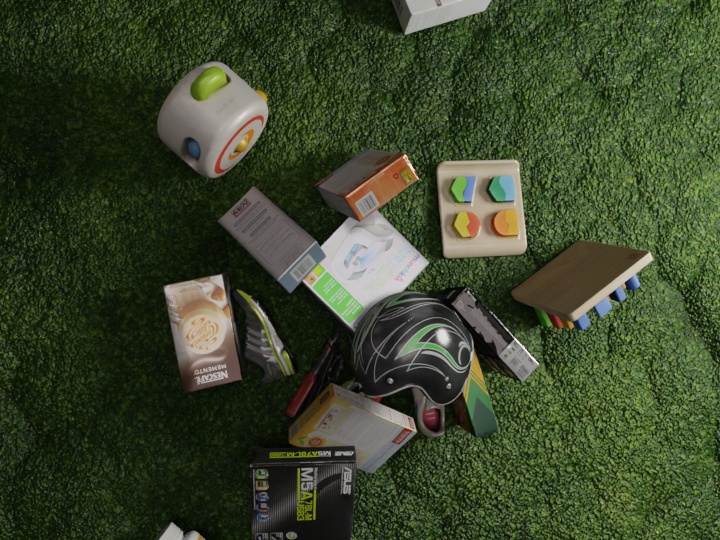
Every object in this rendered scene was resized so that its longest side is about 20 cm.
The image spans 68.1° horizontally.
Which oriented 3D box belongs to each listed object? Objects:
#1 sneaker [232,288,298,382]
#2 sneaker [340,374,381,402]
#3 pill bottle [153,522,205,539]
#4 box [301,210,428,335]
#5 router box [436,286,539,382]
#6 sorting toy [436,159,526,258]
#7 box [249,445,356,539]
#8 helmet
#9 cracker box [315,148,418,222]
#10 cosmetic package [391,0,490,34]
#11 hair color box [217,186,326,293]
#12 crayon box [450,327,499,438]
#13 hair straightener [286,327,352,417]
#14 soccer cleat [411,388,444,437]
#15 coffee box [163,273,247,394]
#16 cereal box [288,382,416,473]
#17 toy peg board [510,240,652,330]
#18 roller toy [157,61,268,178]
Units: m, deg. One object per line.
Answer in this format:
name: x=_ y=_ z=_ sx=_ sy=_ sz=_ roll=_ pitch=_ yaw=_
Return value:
sneaker: x=-0.199 y=0.127 z=1.027 sx=0.080 sy=0.074 sz=0.201 roll=-30 pitch=89 yaw=-5
sneaker: x=0.012 y=0.247 z=1.050 sx=0.199 sy=0.077 sz=0.085 roll=-32 pitch=121 yaw=-5
pill bottle: x=-0.299 y=0.557 z=0.967 sx=0.200 sy=0.109 sz=0.109 roll=44 pitch=83 yaw=-3
box: x=0.000 y=0.000 z=1.048 sx=0.176 sy=0.097 sz=0.200 roll=45 pitch=82 yaw=-1
router box: x=0.237 y=0.120 z=1.042 sx=0.051 sy=0.149 sz=0.200 roll=-43 pitch=93 yaw=-7
sorting toy: x=0.256 y=-0.131 z=1.117 sx=0.183 sy=0.036 sz=0.203 roll=-3 pitch=87 yaw=-8
box: x=-0.106 y=0.420 z=0.993 sx=0.191 sy=0.048 sz=0.202 roll=2 pitch=114 yaw=-5
helmet: x=0.080 y=0.136 z=0.933 sx=0.189 sy=0.200 sz=0.202 roll=25 pitch=84 yaw=-22
cracker box: x=0.005 y=-0.166 z=1.004 sx=0.133 sy=0.200 sz=0.058 roll=-37 pitch=114 yaw=-7
cosmetic package: x=0.169 y=-0.586 z=1.111 sx=0.198 sy=0.081 sz=0.114 roll=-22 pitch=88 yaw=-7
hair color box: x=-0.168 y=-0.060 z=0.999 sx=0.099 sy=0.061 sz=0.200 roll=-45 pitch=61 yaw=-7
crayon box: x=0.198 y=0.211 z=1.044 sx=0.050 sy=0.127 sz=0.202 roll=-16 pitch=88 yaw=-8
hair straightener: x=-0.069 y=0.209 z=1.062 sx=0.077 sy=0.041 sz=0.201 roll=34 pitch=77 yaw=-30
soccer cleat: x=0.133 y=0.230 z=1.054 sx=0.069 sy=0.086 sz=0.202 roll=-12 pitch=88 yaw=-8
coffee box: x=-0.290 y=0.117 z=1.010 sx=0.113 sy=0.080 sz=0.202 roll=-12 pitch=88 yaw=-7
cereal box: x=-0.014 y=0.298 z=0.991 sx=0.199 sy=0.040 sz=0.144 roll=30 pitch=115 yaw=-27
toy peg board: x=0.445 y=0.044 z=1.060 sx=0.199 sy=0.199 sz=0.098 roll=-36 pitch=107 yaw=-8
roller toy: x=-0.264 y=-0.271 z=0.987 sx=0.140 sy=0.200 sz=0.183 roll=41 pitch=106 yaw=-3
